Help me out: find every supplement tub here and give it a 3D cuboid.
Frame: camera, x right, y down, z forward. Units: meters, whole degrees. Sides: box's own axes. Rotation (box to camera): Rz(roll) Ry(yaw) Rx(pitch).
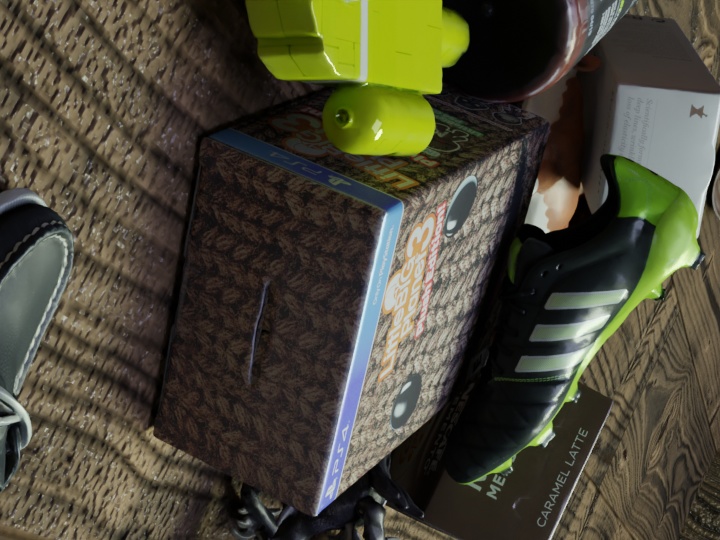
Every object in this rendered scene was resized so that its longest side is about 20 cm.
[{"bbox_3d":[0.108,-0.178,0.839,0.200,0.106,0.108,-45,150,-47],"label":"supplement tub"}]

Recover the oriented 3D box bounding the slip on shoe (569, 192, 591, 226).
[{"bbox_3d":[0.148,0.013,1.199,0.200,0.074,0.061,-49,118,-26],"label":"slip on shoe"}]

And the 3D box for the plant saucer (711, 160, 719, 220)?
[{"bbox_3d":[0.501,-0.128,1.792,0.199,0.032,0.201,-13,137,-12],"label":"plant saucer"}]

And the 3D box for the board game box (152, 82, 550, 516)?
[{"bbox_3d":[0.000,0.000,0.772,0.200,0.096,0.160,-32,139,-57],"label":"board game box"}]

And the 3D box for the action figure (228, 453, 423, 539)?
[{"bbox_3d":[-0.029,0.161,0.850,0.200,0.119,0.102,-54,147,-8],"label":"action figure"}]

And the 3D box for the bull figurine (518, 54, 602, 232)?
[{"bbox_3d":[0.110,-0.061,1.021,0.121,0.065,0.201,-48,150,-32],"label":"bull figurine"}]

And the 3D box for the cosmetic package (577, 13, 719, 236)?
[{"bbox_3d":[0.188,-0.104,1.033,0.200,0.073,0.102,-81,177,-69],"label":"cosmetic package"}]

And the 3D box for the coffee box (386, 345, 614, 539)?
[{"bbox_3d":[0.072,0.113,0.963,0.115,0.079,0.200,-65,-172,-9],"label":"coffee box"}]

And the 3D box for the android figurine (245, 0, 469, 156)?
[{"bbox_3d":[0.002,-0.142,0.662,0.200,0.041,0.184,-2,93,-67],"label":"android figurine"}]

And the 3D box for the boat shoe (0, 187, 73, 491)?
[{"bbox_3d":[-0.149,0.065,0.532,0.201,0.060,0.076,-62,158,-13],"label":"boat shoe"}]

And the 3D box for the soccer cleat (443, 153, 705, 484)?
[{"bbox_3d":[0.099,0.026,0.819,0.200,0.081,0.068,-52,-166,11],"label":"soccer cleat"}]
